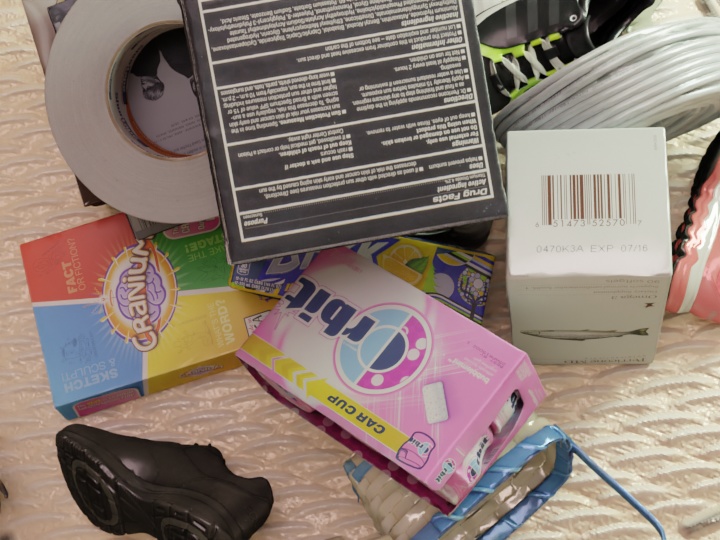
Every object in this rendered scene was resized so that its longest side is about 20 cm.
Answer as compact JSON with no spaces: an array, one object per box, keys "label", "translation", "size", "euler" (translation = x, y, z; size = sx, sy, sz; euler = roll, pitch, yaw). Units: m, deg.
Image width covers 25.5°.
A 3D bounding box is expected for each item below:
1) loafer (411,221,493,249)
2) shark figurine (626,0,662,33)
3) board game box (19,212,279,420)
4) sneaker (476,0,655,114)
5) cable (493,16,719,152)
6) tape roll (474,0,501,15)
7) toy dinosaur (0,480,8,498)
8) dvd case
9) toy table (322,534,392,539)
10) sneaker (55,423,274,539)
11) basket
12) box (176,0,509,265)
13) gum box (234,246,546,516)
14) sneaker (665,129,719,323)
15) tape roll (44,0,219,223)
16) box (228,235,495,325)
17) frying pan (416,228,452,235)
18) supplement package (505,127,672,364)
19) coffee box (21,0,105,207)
[{"label":"loafer","translation":[0.012,-0.064,1.311],"size":[0.200,0.070,0.070],"euler":[9,66,3]},{"label":"shark figurine","translation":[0.175,-0.232,1.333],"size":[0.089,0.214,0.128],"euler":[15,103,52]},{"label":"board game box","translation":[-0.168,0.022,1.315],"size":[0.200,0.040,0.153],"euler":[-18,68,1]},{"label":"sneaker","translation":[0.147,-0.184,1.233],"size":[0.200,0.072,0.083],"euler":[-39,27,-4]},{"label":"cable","translation":[0.204,-0.129,1.239],"size":[0.200,0.200,0.069],"euler":[-27,82,29]},{"label":"tape roll","translation":[0.013,-0.201,1.306],"size":[0.202,0.071,0.203],"euler":[0,91,-17]},{"label":"toy dinosaur","translation":[-0.316,0.216,1.243],"size":[0.136,0.086,0.200],"euler":[-30,74,-11]},{"label":"dvd case","translation":[-0.145,-0.143,1.271],"size":[0.150,0.025,0.200],"euler":[-20,94,5]},{"label":"toy table","translation":[-0.046,0.266,1.132],"size":[0.200,0.184,0.117],"euler":[-19,85,15]},{"label":"sneaker","translation":[-0.155,0.168,1.247],"size":[0.200,0.076,0.091],"euler":[24,40,28]},{"label":"basket","translation":[0.100,0.181,1.162],"size":[0.176,0.139,0.200],"euler":[-37,61,-5]},{"label":"box","translation":[-0.013,-0.120,1.124],"size":[0.200,0.123,0.198],"euler":[-10,95,-1]},{"label":"gum box","translation":[0.024,0.076,1.129],"size":[0.200,0.066,0.114],"euler":[31,74,33]},{"label":"sneaker","translation":[0.306,-0.045,1.269],"size":[0.087,0.074,0.200],"euler":[23,77,1]},{"label":"tape roll","translation":[-0.137,-0.138,1.223],"size":[0.200,0.066,0.200],"euler":[1,97,6]},{"label":"box","translation":[0.000,0.000,1.252],"size":[0.200,0.064,0.070],"euler":[12,91,-3]},{"label":"frying pan","translation":[0.012,-0.100,1.251],"size":[0.190,0.031,0.115],"euler":[30,71,-6]},{"label":"supplement package","translation":[0.168,-0.013,1.194],"size":[0.117,0.200,0.117],"euler":[-2,69,7]},{"label":"coffee box","translation":[-0.199,-0.163,1.325],"size":[0.113,0.080,0.200],"euler":[-15,94,4]}]
